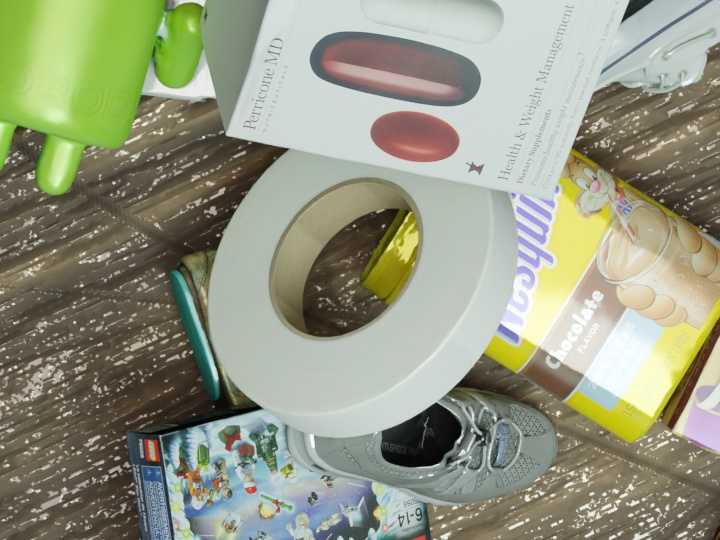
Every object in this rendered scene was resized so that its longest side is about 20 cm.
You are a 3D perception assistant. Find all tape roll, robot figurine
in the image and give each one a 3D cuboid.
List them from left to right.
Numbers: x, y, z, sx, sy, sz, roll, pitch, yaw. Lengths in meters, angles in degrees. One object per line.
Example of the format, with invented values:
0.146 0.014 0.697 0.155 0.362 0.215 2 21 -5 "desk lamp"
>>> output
-0.179 -0.149 1.558 0.174 0.116 0.201 15 93 -6 "robot figurine"
0.000 0.000 1.549 0.202 0.037 0.204 -17 56 27 "tape roll"

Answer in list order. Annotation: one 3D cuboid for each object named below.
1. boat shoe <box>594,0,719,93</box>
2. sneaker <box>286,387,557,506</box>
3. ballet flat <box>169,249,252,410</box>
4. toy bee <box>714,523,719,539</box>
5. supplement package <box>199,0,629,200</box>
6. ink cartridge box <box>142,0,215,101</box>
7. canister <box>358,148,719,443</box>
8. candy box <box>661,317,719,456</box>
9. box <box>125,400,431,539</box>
0.191 -0.143 1.620 0.199 0.074 0.067 -33 104 -8 "boat shoe"
0.052 0.109 1.599 0.199 0.082 0.075 4 87 -39 "sneaker"
-0.068 0.083 1.643 0.070 0.071 0.201 -13 93 0 "ballet flat"
0.228 0.245 1.634 0.130 0.109 0.201 1 93 -3 "toy bee"
0.034 -0.170 1.471 0.199 0.147 0.192 10 119 -17 "supplement package"
-0.090 -0.205 1.633 0.175 0.045 0.201 7 93 0 "ink cartridge box"
0.121 -0.002 1.629 0.199 0.087 0.149 31 91 -4 "canister"
0.306 0.091 1.652 0.199 0.056 0.117 27 93 -4 "candy box"
-0.045 0.147 1.597 0.199 0.040 0.138 -13 98 -39 "box"
